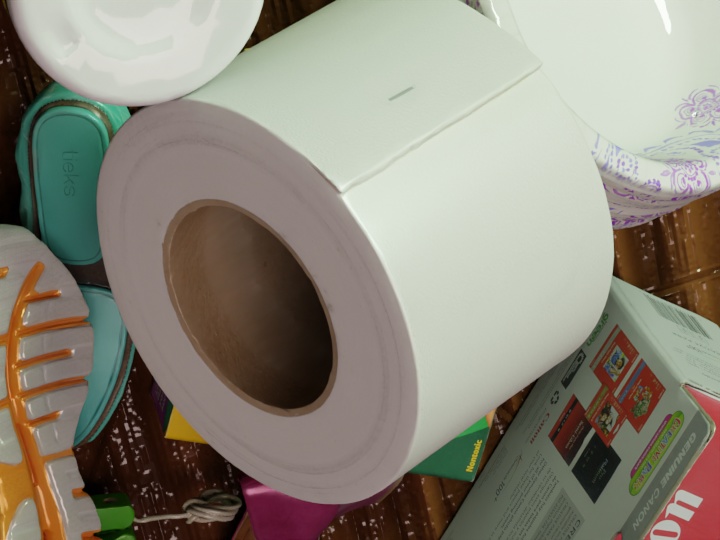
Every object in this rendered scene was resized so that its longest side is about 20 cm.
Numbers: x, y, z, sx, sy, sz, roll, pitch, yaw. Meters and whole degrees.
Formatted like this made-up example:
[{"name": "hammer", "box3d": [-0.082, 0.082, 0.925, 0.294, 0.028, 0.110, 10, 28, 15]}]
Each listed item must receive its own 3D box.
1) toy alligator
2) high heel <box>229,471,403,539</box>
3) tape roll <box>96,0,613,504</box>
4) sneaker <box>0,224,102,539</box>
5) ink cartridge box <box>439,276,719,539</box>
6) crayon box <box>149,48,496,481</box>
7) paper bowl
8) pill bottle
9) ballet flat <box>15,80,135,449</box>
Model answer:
[{"name": "toy alligator", "box3d": [-0.161, 0.143, 1.570, 0.199, 0.059, 0.054, 2, 115, -16]}, {"name": "high heel", "box3d": [-0.059, 0.141, 1.553, 0.096, 0.068, 0.200, -9, 149, -35]}, {"name": "tape roll", "box3d": [-0.004, -0.013, 1.373, 0.139, 0.202, 0.203, -33, 125, -36]}, {"name": "sneaker", "box3d": [-0.177, 0.075, 1.468, 0.078, 0.077, 0.201, -12, 107, -37]}, {"name": "ink cartridge box", "box3d": [0.135, 0.134, 1.583, 0.084, 0.176, 0.200, 24, 107, -24]}, {"name": "crayon box", "box3d": [0.000, 0.000, 1.547, 0.172, 0.058, 0.201, 9, 112, -19]}, {"name": "paper bowl", "box3d": [0.103, -0.117, 1.461, 0.200, 0.201, 0.104, 31, 147, -26]}, {"name": "pill bottle", "box3d": [-0.117, -0.160, 1.356, 0.114, 0.200, 0.115, -6, 116, -13]}, {"name": "ballet flat", "box3d": [-0.139, -0.008, 1.497, 0.067, 0.070, 0.201, 7, 117, 3]}]
